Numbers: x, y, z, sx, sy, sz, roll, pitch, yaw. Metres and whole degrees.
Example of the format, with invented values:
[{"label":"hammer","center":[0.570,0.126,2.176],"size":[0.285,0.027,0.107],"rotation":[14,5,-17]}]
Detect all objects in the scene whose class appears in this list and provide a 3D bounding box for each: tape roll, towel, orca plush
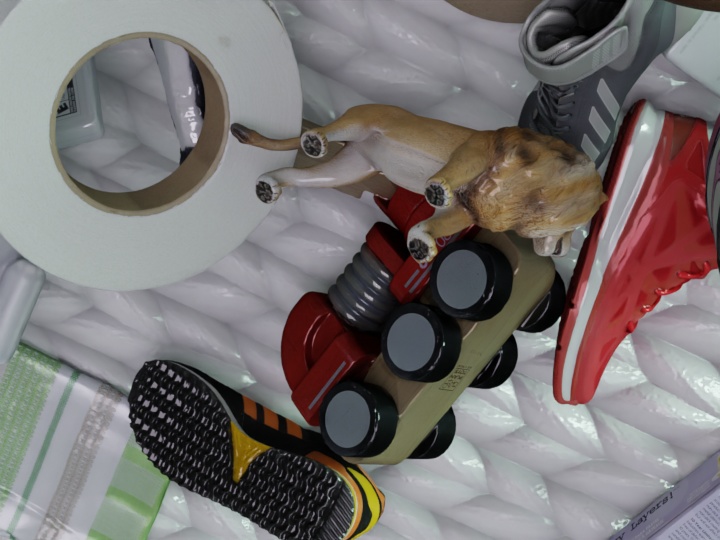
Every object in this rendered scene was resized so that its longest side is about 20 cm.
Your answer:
[{"label":"tape roll","center":[-0.129,-0.088,0.788],"size":[0.201,0.037,0.205],"rotation":[-11,115,-24]},{"label":"towel","center":[-0.236,0.135,0.992],"size":[0.198,0.031,0.150],"rotation":[25,111,1]},{"label":"orca plush","center":[-0.093,-0.163,0.851],"size":[0.070,0.105,0.202],"rotation":[-17,95,-21]}]

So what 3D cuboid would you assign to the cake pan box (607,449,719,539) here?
[{"label":"cake pan box","center":[0.269,0.231,0.929],"size":[0.200,0.052,0.184],"rotation":[43,111,-6]}]

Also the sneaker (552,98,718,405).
[{"label":"sneaker","center":[0.193,0.005,0.855],"size":[0.114,0.078,0.202],"rotation":[16,111,5]}]

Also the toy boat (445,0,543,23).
[{"label":"toy boat","center":[0.066,-0.239,0.788],"size":[0.199,0.130,0.131],"rotation":[38,81,-4]}]

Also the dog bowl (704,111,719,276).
[{"label":"dog bowl","center":[0.275,-0.051,0.735],"size":[0.198,0.074,0.202],"rotation":[-4,121,-7]}]

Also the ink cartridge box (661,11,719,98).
[{"label":"ink cartridge box","center":[0.297,-0.146,0.816],"size":[0.199,0.047,0.161],"rotation":[30,110,-19]}]

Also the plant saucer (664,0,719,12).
[{"label":"plant saucer","center":[0.187,-0.199,0.709],"size":[0.198,0.202,0.035],"rotation":[8,145,7]}]

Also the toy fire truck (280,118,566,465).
[{"label":"toy fire truck","center":[0.000,0.000,0.877],"size":[0.177,0.128,0.200],"rotation":[-51,58,19]}]

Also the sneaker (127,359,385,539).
[{"label":"sneaker","center":[-0.072,0.127,0.943],"size":[0.199,0.090,0.071],"rotation":[29,96,26]}]

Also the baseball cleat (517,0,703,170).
[{"label":"baseball cleat","center":[0.117,-0.111,0.788],"size":[0.070,0.106,0.201],"rotation":[57,141,27]}]

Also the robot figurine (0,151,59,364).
[{"label":"robot figurine","center":[-0.272,-0.011,0.901],"size":[0.169,0.112,0.201],"rotation":[39,107,30]}]

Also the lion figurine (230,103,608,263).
[{"label":"lion figurine","center":[0.035,-0.063,0.784],"size":[0.199,0.122,0.073],"rotation":[29,129,25]}]

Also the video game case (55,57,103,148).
[{"label":"video game case","center":[-0.263,-0.119,0.847],"size":[0.198,0.018,0.145],"rotation":[-15,62,2]}]
